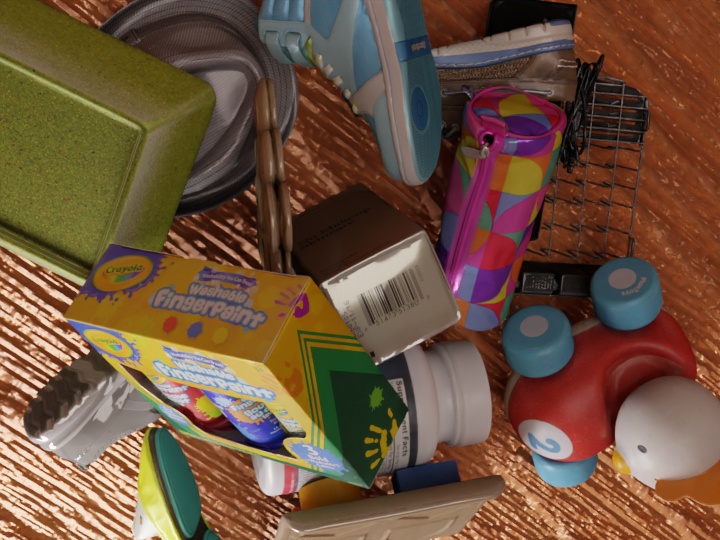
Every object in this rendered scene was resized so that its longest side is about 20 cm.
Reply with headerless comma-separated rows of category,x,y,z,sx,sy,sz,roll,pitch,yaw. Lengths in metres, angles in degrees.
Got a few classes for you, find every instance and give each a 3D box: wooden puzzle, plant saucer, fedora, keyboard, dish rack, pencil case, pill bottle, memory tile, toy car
wooden puzzle,0.013,0.205,1.080,0.182,0.200,0.047,-8,71,-13
plant saucer,-0.231,-0.084,0.945,0.198,0.048,0.202,25,116,0
fedora,-0.137,-0.129,1.000,0.198,0.090,0.179,-29,108,-7
keyboard,0.144,-0.122,1.059,0.103,0.040,0.204,13,100,20
dish rack,0.176,-0.073,1.118,0.151,0.055,0.204,3,100,-16
pencil case,0.100,-0.048,1.001,0.087,0.089,0.202,-1,127,-14
pill bottle,0.005,0.117,1.081,0.197,0.120,0.122,-8,105,-14
memory tile,-0.068,-0.032,0.970,0.016,0.155,0.201,-5,145,-8
toy car,0.234,0.131,1.075,0.175,0.201,0.186,-26,130,-7

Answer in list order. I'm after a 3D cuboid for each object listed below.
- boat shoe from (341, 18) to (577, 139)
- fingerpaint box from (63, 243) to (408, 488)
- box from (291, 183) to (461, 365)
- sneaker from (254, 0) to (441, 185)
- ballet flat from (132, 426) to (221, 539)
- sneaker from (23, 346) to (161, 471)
boat shoe,0.079,-0.145,1.024,0.197,0.072,0.074,-11,92,23
fingerpaint box,-0.090,0.069,0.918,0.074,0.198,0.167,-61,139,-25
box,0.000,0.000,1.009,0.094,0.200,0.079,-27,109,-7
sneaker,-0.013,-0.158,0.981,0.129,0.079,0.204,-10,92,25
ballet flat,-0.158,0.230,1.098,0.066,0.067,0.202,-21,110,13
sneaker,-0.185,0.085,1.061,0.199,0.075,0.082,-38,132,-2
